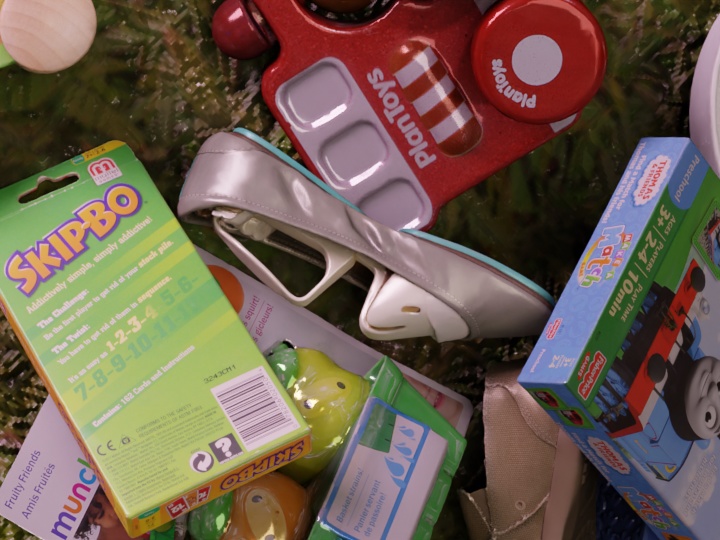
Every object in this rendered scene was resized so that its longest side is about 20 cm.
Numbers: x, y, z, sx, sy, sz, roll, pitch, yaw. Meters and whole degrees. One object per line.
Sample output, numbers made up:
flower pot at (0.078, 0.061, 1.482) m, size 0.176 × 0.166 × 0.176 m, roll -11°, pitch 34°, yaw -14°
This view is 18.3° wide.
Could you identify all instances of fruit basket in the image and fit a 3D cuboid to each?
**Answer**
fruit basket at (-0.053, 0.087, 1.090) m, size 0.200 × 0.094 × 0.186 m, roll 34°, pitch 55°, yaw -13°

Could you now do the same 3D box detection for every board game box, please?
board game box at (0.173, 0.055, 1.130) m, size 0.200 × 0.036 × 0.152 m, roll 48°, pitch 59°, yaw -34°
board game box at (-0.112, 0.027, 1.068) m, size 0.095 × 0.030 × 0.200 m, roll -24°, pitch 60°, yaw -16°

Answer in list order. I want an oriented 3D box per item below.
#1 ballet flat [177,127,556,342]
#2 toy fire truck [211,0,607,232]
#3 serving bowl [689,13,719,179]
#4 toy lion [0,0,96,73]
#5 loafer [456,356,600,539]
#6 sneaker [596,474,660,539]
ballet flat at (0.000, 0.000, 1.112) m, size 0.199 × 0.067 × 0.064 m, roll 28°, pitch 73°, yaw 5°
toy fire truck at (0.019, -0.125, 1.125) m, size 0.168 × 0.112 × 0.200 m, roll -32°, pitch 106°, yaw 7°
serving bowl at (0.257, -0.077, 1.219) m, size 0.199 × 0.066 × 0.201 m, roll 2°, pitch 86°, yaw -25°
toy lion at (-0.233, -0.142, 1.057) m, size 0.191 × 0.069 × 0.201 m, roll -18°, pitch 98°, yaw -10°
loafer at (0.086, 0.129, 1.164) m, size 0.067 × 0.076 × 0.201 m, roll 17°, pitch 111°, yaw 20°
sneaker at (0.181, 0.081, 1.211) m, size 0.078 × 0.070 × 0.201 m, roll 15°, pitch 89°, yaw -31°
